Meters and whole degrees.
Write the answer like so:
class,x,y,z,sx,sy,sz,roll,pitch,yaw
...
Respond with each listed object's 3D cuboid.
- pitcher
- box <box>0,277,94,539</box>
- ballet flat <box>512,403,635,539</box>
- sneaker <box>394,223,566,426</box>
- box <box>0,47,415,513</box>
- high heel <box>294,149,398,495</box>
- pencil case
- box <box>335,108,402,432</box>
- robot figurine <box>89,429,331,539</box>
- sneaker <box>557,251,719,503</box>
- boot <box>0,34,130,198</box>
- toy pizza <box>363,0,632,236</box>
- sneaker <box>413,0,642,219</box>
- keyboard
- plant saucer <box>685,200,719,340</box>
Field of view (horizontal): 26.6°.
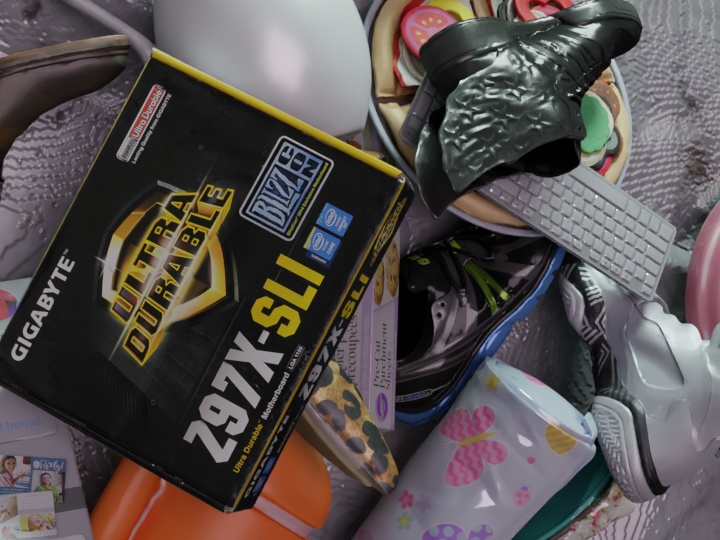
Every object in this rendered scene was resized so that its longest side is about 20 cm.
class,x,y,z,sx,sy,sz,roll,pitch,yaw
pitcher,-0.093,-0.154,0.903,0.172,0.121,0.200,-21,90,3
box,-0.237,0.105,0.832,0.156,0.041,0.200,-8,60,-21
ballet flat,0.175,0.128,1.034,0.064,0.076,0.200,42,81,-28
sneaker,0.067,0.004,0.985,0.083,0.071,0.200,38,83,-25
box,-0.086,0.006,0.815,0.160,0.049,0.200,28,88,11
high heel,0.000,0.020,0.879,0.143,0.071,0.200,-33,69,-15
pencil case,0.061,0.153,0.954,0.200,0.091,0.083,-56,153,8
box,0.000,0.000,0.950,0.041,0.039,0.200,22,68,-61
robot figurine,-0.093,0.161,0.910,0.144,0.117,0.200,34,82,-7
sneaker,0.200,0.044,0.984,0.115,0.075,0.200,-19,58,17
boot,-0.212,-0.063,0.863,0.200,0.075,0.097,-21,94,-2
toy pizza,0.093,-0.118,0.970,0.200,0.032,0.200,10,65,-23
sneaker,0.106,-0.099,0.906,0.200,0.060,0.104,-13,72,-35
keyboard,0.112,-0.053,0.936,0.200,0.011,0.056,32,72,-19
plant saucer,0.326,0.022,1.088,0.200,0.051,0.201,0,90,-25
